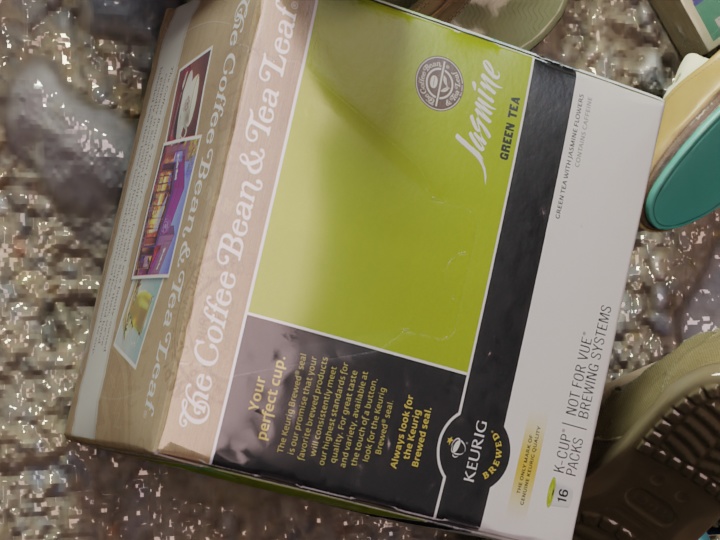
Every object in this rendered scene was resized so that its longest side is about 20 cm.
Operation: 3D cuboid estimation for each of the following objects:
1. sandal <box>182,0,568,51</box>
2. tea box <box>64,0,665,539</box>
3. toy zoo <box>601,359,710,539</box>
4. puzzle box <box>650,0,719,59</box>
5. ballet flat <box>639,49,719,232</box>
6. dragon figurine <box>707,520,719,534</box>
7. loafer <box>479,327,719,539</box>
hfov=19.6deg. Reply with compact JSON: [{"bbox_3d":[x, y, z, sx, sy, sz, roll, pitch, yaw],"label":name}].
[{"bbox_3d":[0.014,-0.133,0.970,0.199,0.057,0.081,-2,85,-26],"label":"sandal"},{"bbox_3d":[0.000,0.000,0.898,0.195,0.133,0.202,17,82,-23],"label":"tea box"},{"bbox_3d":[0.161,0.143,0.982,0.130,0.020,0.201,-24,96,19],"label":"toy zoo"},{"bbox_3d":[0.209,-0.216,1.092,0.199,0.025,0.134,-35,99,-25],"label":"puzzle box"},{"bbox_3d":[0.197,-0.098,1.033,0.200,0.063,0.069,-40,137,-8],"label":"ballet flat"},{"bbox_3d":[0.232,0.121,1.001,0.099,0.199,0.059,-13,115,-54],"label":"dragon figurine"},{"bbox_3d":[0.121,0.099,0.938,0.076,0.200,0.068,42,35,-8],"label":"loafer"}]
